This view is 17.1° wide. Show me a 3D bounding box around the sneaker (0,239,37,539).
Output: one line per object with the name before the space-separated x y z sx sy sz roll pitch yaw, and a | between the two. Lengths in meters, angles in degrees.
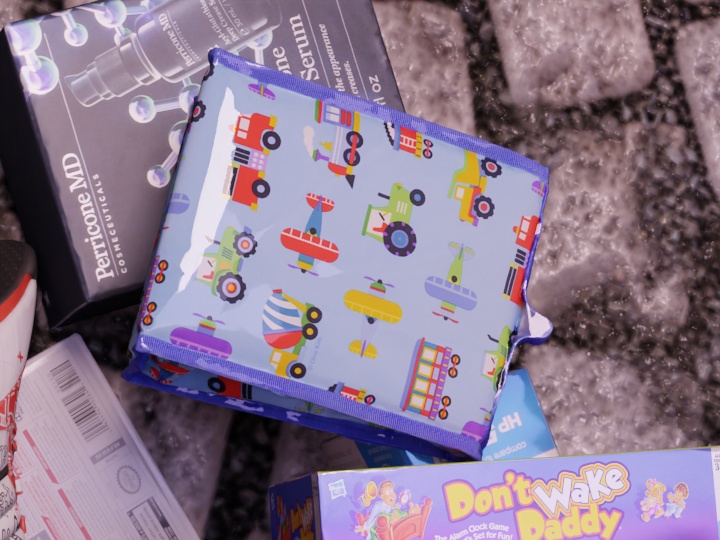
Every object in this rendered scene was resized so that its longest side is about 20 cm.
sneaker | -0.199 0.079 1.207 0.067 0.202 0.109 -5 124 13

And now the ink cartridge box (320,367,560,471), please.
ink cartridge box | 0.065 0.165 1.254 0.084 0.146 0.202 -19 86 -18

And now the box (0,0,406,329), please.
box | -0.084 -0.072 1.267 0.198 0.107 0.150 -17 87 -19

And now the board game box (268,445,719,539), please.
board game box | 0.066 0.113 1.117 0.198 0.134 0.045 -3 83 -12

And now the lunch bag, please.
lunch bag | 0.000 0.000 1.162 0.198 0.094 0.152 16 76 -6

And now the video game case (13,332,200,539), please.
video game case | -0.195 0.144 1.242 0.199 0.018 0.144 -31 92 -20
